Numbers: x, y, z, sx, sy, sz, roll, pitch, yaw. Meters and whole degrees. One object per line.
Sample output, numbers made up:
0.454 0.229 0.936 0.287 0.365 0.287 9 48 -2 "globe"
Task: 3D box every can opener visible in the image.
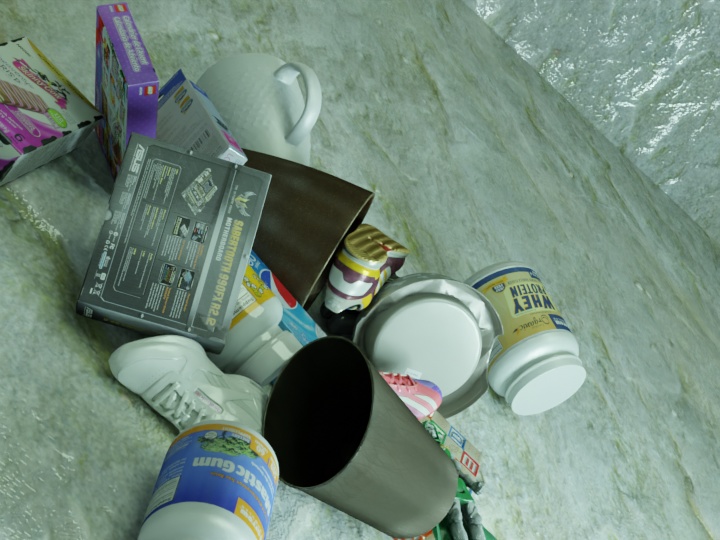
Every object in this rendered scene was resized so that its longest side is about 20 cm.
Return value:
0.026 0.078 1.824 0.200 0.067 0.053 6 44 -38 "can opener"

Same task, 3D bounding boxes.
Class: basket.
0.008 0.195 1.432 0.200 0.136 0.180 46 30 -41 "basket"

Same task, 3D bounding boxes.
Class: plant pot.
-0.115 -0.066 1.679 0.200 0.187 0.187 31 24 3 "plant pot"

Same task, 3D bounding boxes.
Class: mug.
-0.124 -0.194 1.802 0.148 0.200 0.175 18 43 -39 "mug"

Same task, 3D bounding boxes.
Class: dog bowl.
0.080 0.094 1.711 0.200 0.200 0.059 36 10 -22 "dog bowl"

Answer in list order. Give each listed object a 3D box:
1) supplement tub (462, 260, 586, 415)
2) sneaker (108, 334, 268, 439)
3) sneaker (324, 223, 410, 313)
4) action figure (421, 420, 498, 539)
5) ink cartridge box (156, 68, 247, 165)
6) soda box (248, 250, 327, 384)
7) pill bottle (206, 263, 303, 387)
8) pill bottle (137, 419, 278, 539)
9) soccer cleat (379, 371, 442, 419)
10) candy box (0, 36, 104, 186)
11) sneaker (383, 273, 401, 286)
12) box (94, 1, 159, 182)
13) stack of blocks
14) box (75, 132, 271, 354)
0.236 0.100 2.009 0.144 0.144 0.200 17 37 -48 "supplement tub"
-0.166 0.133 1.375 0.200 0.075 0.100 30 31 -33 "sneaker"
0.000 0.000 1.672 0.075 0.090 0.200 33 14 11 "sneaker"
0.102 0.252 1.526 0.118 0.055 0.200 20 32 -41 "action figure"
-0.218 -0.152 1.644 0.042 0.119 0.200 33 16 -44 "ink cartridge box"
-0.121 0.047 1.591 0.200 0.068 0.064 49 24 4 "soda box"
-0.158 0.039 1.490 0.200 0.113 0.113 49 24 5 "pill bottle"
-0.140 0.234 1.218 0.112 0.112 0.200 40 24 -16 "pill bottle"
0.019 0.144 1.592 0.200 0.077 0.067 -5 22 -34 "soccer cleat"
-0.391 -0.181 1.506 0.136 0.061 0.200 45 23 -3 "candy box"
0.008 -0.007 1.795 0.077 0.084 0.200 2 21 -43 "sneaker"
-0.273 -0.190 1.566 0.039 0.200 0.137 -12 54 -21 "box"
0.073 0.248 1.615 0.115 0.059 0.200 43 24 -7 "stack of blocks"
-0.194 -0.029 1.416 0.158 0.048 0.200 16 70 -9 "box"
